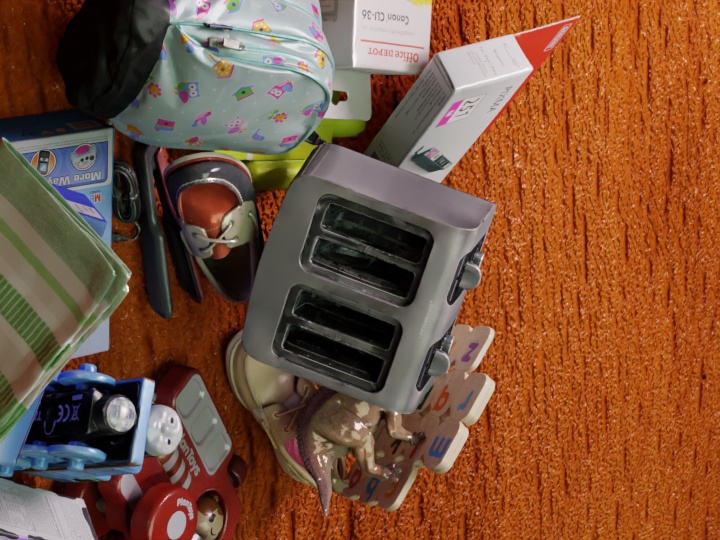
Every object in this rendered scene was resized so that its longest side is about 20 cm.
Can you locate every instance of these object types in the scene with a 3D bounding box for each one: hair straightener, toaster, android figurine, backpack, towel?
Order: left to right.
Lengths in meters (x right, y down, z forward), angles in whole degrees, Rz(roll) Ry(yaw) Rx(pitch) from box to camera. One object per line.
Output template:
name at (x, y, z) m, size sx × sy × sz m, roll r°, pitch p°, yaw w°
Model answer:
towel at (-0.274, 0.029, 1.271) m, size 0.200 × 0.153 × 0.023 m, roll -49°, pitch 166°, yaw 12°
hair straightener at (-0.184, -0.045, 1.465) m, size 0.077 × 0.041 × 0.201 m, roll -27°, pitch 127°, yaw -28°
backpack at (-0.119, -0.167, 1.354) m, size 0.198 × 0.167 × 0.128 m, roll 5°, pitch 63°, yaw -31°
android figurine at (-0.073, -0.158, 1.508) m, size 0.199 × 0.041 × 0.184 m, roll -4°, pitch 112°, yaw -40°
toaster at (0.000, 0.000, 1.479) m, size 0.119 × 0.198 × 0.182 m, roll -59°, pitch 169°, yaw -71°

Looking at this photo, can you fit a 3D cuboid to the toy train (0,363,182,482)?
toy train at (-0.227, 0.127, 1.412) m, size 0.114 × 0.199 × 0.088 m, roll 18°, pitch 71°, yaw -40°

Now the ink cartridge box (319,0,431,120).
ink cartridge box at (0.005, -0.228, 1.472) m, size 0.116 × 0.067 × 0.202 m, roll -4°, pitch 98°, yaw -53°

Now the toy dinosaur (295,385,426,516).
toy dinosaur at (-0.013, 0.120, 1.580) m, size 0.200 × 0.085 × 0.136 m, roll -53°, pitch 121°, yaw -26°

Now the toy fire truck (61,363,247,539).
toy fire truck at (-0.163, 0.207, 1.569) m, size 0.168 × 0.111 × 0.201 m, roll -53°, pitch 137°, yaw -32°

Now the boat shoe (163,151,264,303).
boat shoe at (-0.118, -0.036, 1.454) m, size 0.070 × 0.063 × 0.200 m, roll -8°, pitch 157°, yaw 2°

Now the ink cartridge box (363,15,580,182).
ink cartridge box at (0.101, -0.143, 1.579) m, size 0.172 × 0.044 × 0.200 m, roll -18°, pitch 161°, yaw -32°

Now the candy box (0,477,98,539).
candy box at (-0.341, 0.246, 1.418) m, size 0.199 × 0.072 × 0.168 m, roll 23°, pitch 115°, yaw -43°

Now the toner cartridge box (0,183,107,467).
toner cartridge box at (-0.255, 0.039, 1.327) m, size 0.043 × 0.095 × 0.202 m, roll 19°, pitch 97°, yaw -22°

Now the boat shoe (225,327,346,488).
boat shoe at (-0.061, 0.132, 1.633) m, size 0.074 × 0.069 × 0.201 m, roll -42°, pitch 131°, yaw -17°

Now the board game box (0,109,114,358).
board game box at (-0.295, -0.016, 1.377) m, size 0.199 × 0.056 × 0.198 m, roll -12°, pitch 118°, yaw -36°

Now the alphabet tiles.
alphabet tiles at (0.055, 0.137, 1.643) m, size 0.015 × 0.200 × 0.197 m, roll 36°, pitch 76°, yaw -22°
